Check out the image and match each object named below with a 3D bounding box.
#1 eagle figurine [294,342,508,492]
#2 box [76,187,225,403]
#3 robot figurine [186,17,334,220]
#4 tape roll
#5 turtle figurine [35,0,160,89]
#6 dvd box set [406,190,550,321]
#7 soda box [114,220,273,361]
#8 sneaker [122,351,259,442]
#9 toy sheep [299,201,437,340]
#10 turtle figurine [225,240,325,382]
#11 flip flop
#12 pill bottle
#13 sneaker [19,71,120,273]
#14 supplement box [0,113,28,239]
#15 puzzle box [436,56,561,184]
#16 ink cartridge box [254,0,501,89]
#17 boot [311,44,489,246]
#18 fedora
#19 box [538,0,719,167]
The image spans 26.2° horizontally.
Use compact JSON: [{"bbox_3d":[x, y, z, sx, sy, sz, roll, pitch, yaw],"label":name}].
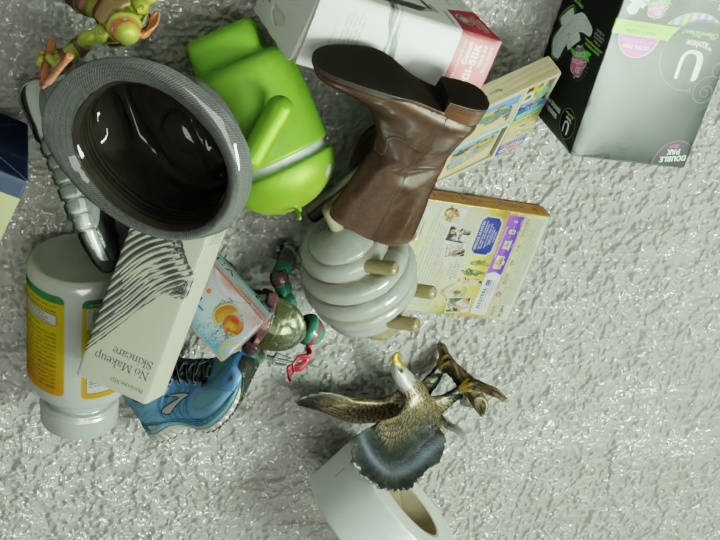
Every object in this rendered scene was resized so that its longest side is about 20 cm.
[{"bbox_3d":[0.043,0.163,1.781,0.199,0.152,0.151,-32,91,-19],"label":"eagle figurine"},{"bbox_3d":[-0.201,0.021,1.507,0.082,0.068,0.201,21,97,6],"label":"box"},{"bbox_3d":[-0.099,-0.145,1.520,0.115,0.176,0.201,-23,99,4],"label":"robot figurine"},{"bbox_3d":[0.032,0.293,1.819,0.071,0.203,0.202,-41,126,9],"label":"tape roll"},{"bbox_3d":[-0.216,-0.245,1.406,0.200,0.161,0.064,-41,125,8],"label":"turtle figurine"},{"bbox_3d":[0.102,-0.017,1.752,0.199,0.029,0.147,6,119,-25],"label":"dvd box set"},{"bbox_3d":[-0.181,-0.005,1.574,0.064,0.068,0.200,-41,92,8],"label":"soda box"},{"bbox_3d":[-0.192,0.126,1.665,0.199,0.079,0.090,-24,120,41],"label":"sneaker"},{"bbox_3d":[0.000,0.000,1.636,0.137,0.138,0.201,-23,130,-5],"label":"toy sheep"},{"bbox_3d":[-0.108,0.039,1.670,0.199,0.101,0.150,22,98,-19],"label":"turtle figurine"},{"bbox_3d":[0.018,-0.122,1.638,0.199,0.058,0.081,-34,163,20],"label":"flip flop"},{"bbox_3d":[-0.292,0.073,1.612,0.112,0.113,0.201,-5,122,-18],"label":"pill bottle"},{"bbox_3d":[-0.245,-0.106,1.506,0.115,0.075,0.201,-23,99,-12],"label":"sneaker"},{"bbox_3d":[-0.439,-0.063,1.443,0.199,0.134,0.200,22,112,-22],"label":"supplement box"},{"bbox_3d":[0.108,-0.141,1.605,0.199,0.025,0.133,-27,161,-26],"label":"puzzle box"},{"bbox_3d":[0.015,-0.241,1.506,0.199,0.147,0.083,12,116,-27],"label":"ink cartridge box"},{"bbox_3d":[0.004,-0.110,1.476,0.185,0.064,0.200,16,133,-19],"label":"boot"},{"bbox_3d":[-0.181,-0.125,1.411,0.200,0.090,0.177,37,125,-10],"label":"fedora"},{"bbox_3d":[0.290,-0.228,1.630,0.148,0.125,0.201,5,120,-22],"label":"box"}]
